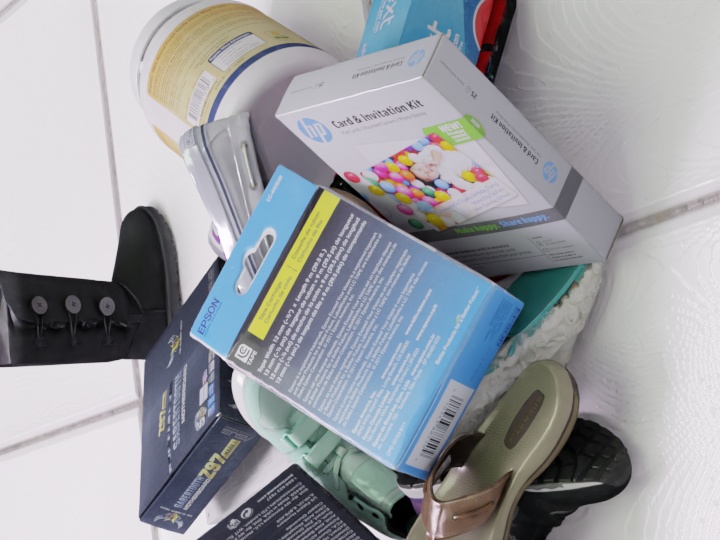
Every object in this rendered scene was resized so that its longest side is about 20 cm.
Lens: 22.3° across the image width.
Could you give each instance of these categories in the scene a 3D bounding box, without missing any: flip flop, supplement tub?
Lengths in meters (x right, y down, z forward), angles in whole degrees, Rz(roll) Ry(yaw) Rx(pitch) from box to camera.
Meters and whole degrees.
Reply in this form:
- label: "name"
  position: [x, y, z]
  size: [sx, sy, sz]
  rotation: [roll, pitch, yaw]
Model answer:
- label: "flip flop"
  position: [0.077, 0.146, 1.246]
  size: [0.201, 0.057, 0.081]
  rotation: [-58, 41, 9]
- label: "supplement tub"
  position: [-0.102, -0.147, 1.556]
  size: [0.200, 0.143, 0.146]
  rotation: [38, 122, 49]

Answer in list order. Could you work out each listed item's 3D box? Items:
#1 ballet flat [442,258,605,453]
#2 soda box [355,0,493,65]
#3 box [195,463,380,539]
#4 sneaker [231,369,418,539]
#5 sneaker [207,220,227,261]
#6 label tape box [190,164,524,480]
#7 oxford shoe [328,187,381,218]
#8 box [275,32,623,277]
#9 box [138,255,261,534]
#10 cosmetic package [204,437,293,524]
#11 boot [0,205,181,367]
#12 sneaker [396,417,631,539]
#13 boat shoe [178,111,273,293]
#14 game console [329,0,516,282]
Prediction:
- label: "ballet flat"
  position: [0.109, 0.060, 1.304]
  size: [0.200, 0.072, 0.072]
  rotation: [-45, 49, 10]
- label: "soda box"
  position: [0.051, -0.189, 1.325]
  size: [0.064, 0.067, 0.202]
  rotation: [-18, 50, 55]
- label: "box"
  position: [-0.012, 0.288, 1.388]
  size: [0.200, 0.117, 0.198]
  rotation: [34, 154, 50]
- label: "sneaker"
  position: [-0.013, 0.134, 1.427]
  size: [0.074, 0.201, 0.118]
  rotation: [-50, 37, -14]
- label: "sneaker"
  position: [-0.082, 0.024, 1.569]
  size: [0.199, 0.077, 0.141]
  rotation: [3, 79, 57]
- label: "label tape box"
  position: [-0.005, 0.035, 1.286]
  size: [0.199, 0.066, 0.144]
  rotation: [30, 92, 30]
- label: "oxford shoe"
  position: [0.000, 0.000, 1.377]
  size: [0.200, 0.071, 0.072]
  rotation: [46, 169, 50]
- label: "box"
  position: [0.061, -0.071, 1.251]
  size: [0.155, 0.200, 0.041]
  rotation: [-8, 47, 49]
- label: "box"
  position: [-0.144, 0.110, 1.640]
  size: [0.158, 0.051, 0.201]
  rotation: [-52, 28, 36]
- label: "cosmetic package"
  position: [-0.080, 0.157, 1.619]
  size: [0.200, 0.050, 0.083]
  rotation: [-37, 57, 51]
- label: "boot"
  position: [-0.275, 0.014, 1.772]
  size: [0.066, 0.198, 0.166]
  rotation: [-38, 60, 50]
- label: "sneaker"
  position: [0.124, 0.165, 1.319]
  size: [0.199, 0.076, 0.088]
  rotation: [-10, 116, 46]
- label: "boat shoe"
  position: [-0.073, -0.029, 1.440]
  size: [0.074, 0.066, 0.201]
  rotation: [-87, -28, -66]
- label: "game console"
  position: [0.077, -0.088, 1.404]
  size: [0.199, 0.118, 0.174]
  rotation: [-28, 38, 53]
